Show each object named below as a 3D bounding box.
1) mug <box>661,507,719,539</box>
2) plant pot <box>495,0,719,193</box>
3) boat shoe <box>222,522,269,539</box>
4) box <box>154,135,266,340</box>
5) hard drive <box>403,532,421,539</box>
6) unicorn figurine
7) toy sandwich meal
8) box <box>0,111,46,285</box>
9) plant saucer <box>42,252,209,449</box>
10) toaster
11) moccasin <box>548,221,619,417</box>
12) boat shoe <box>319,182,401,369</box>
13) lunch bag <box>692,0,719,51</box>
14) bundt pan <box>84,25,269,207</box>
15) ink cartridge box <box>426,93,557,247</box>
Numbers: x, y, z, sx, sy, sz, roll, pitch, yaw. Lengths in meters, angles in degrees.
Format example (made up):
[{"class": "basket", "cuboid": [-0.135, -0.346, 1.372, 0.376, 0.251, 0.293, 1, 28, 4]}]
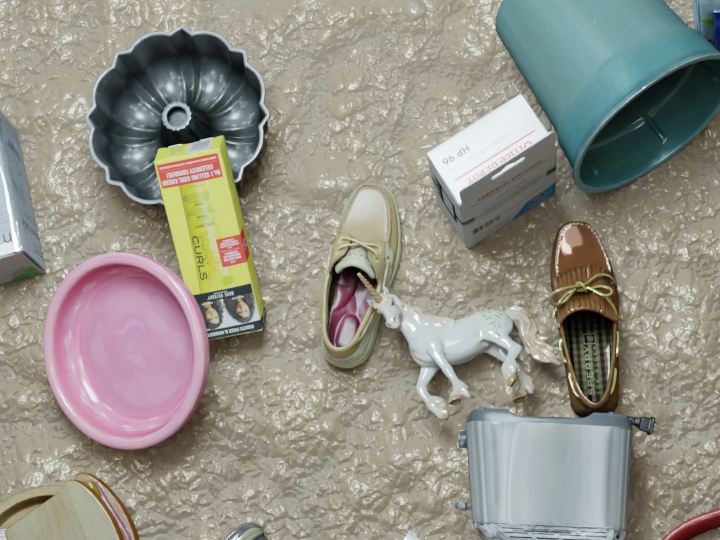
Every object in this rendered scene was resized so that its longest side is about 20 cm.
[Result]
[{"class": "mug", "cuboid": [0.384, 0.287, 1.513, 0.177, 0.134, 0.200, 42, 81, 12]}, {"class": "plant pot", "cuboid": [0.248, -0.220, 1.628, 0.199, 0.200, 0.197, -33, 68, -3]}, {"class": "boat shoe", "cuboid": [-0.153, 0.345, 1.585, 0.073, 0.075, 0.200, 40, 85, 14]}, {"class": "box", "cuboid": [-0.154, -0.032, 1.637, 0.074, 0.050, 0.202, -10, 110, 3]}, {"class": "hard drive", "cuboid": [0.100, 0.369, 1.576, 0.198, 0.026, 0.133, 29, 81, 13]}, {"class": "unicorn figurine", "cuboid": [0.093, 0.076, 1.616, 0.198, 0.074, 0.139, -2, 56, -25]}, {"class": "toy sandwich meal", "cuboid": [-0.318, 0.307, 1.614, 0.202, 0.070, 0.208, -1, 76, 6]}, {"class": "box", "cuboid": [-0.459, -0.062, 1.707, 0.198, 0.097, 0.179, -17, 76, 2]}, {"class": "plant saucer", "cuboid": [-0.236, 0.081, 1.641, 0.198, 0.051, 0.204, 3, 96, 26]}, {"class": "toaster", "cuboid": [0.192, 0.206, 1.563, 0.197, 0.114, 0.131, 2, 80, 4]}, {"class": "moccasin", "cuboid": [0.227, 0.046, 1.612, 0.073, 0.078, 0.204, 1, 72, 7]}, {"class": "boat shoe", "cuboid": [0.000, 0.000, 1.656, 0.073, 0.066, 0.203, 6, 77, 8]}, {"class": "lunch bag", "cuboid": [0.378, -0.311, 1.623, 0.081, 0.200, 0.163, 1, 74, 13]}, {"class": "bundt pan", "cuboid": [-0.191, -0.154, 1.710, 0.199, 0.076, 0.205, -1, 76, 5]}, {"class": "ink cartridge box", "cuboid": [0.133, -0.104, 1.598, 0.115, 0.200, 0.068, -32, 75, -3]}]
